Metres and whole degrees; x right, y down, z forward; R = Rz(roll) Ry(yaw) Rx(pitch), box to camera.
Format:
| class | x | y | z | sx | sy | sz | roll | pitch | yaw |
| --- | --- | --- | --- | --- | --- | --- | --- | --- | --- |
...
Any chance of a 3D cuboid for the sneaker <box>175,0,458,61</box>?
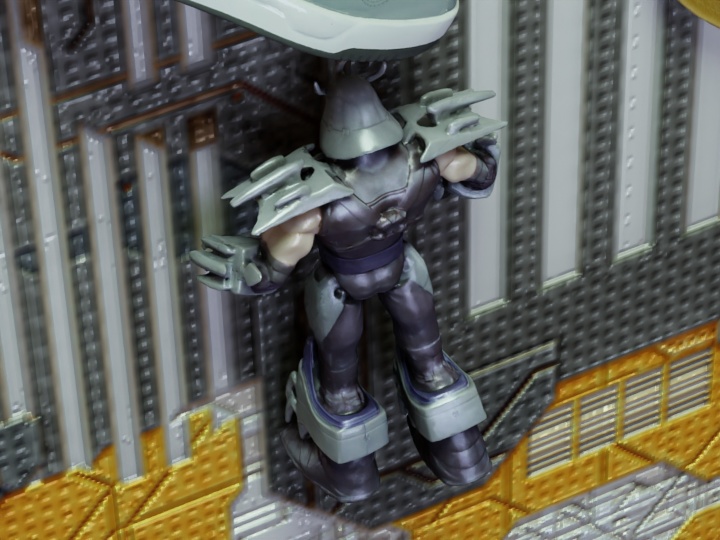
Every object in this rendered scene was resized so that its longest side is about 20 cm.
| class | x | y | z | sx | sy | sz | roll | pitch | yaw |
| --- | --- | --- | --- | --- | --- | --- | --- | --- | --- |
| sneaker | -0.020 | -0.149 | 1.001 | 0.199 | 0.084 | 0.121 | 14 | 126 | -40 |

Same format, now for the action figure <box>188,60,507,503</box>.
| class | x | y | z | sx | sy | sz | roll | pitch | yaw |
| --- | --- | --- | --- | --- | --- | --- | --- | --- | --- |
| action figure | 0.000 | 0.000 | 1.153 | 0.130 | 0.069 | 0.201 | -17 | 130 | -13 |

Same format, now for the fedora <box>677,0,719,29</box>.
| class | x | y | z | sx | sy | sz | roll | pitch | yaw |
| --- | --- | --- | --- | --- | --- | --- | --- | --- | --- |
| fedora | 0.207 | -0.153 | 1.150 | 0.200 | 0.082 | 0.201 | -19 | 135 | -21 |
